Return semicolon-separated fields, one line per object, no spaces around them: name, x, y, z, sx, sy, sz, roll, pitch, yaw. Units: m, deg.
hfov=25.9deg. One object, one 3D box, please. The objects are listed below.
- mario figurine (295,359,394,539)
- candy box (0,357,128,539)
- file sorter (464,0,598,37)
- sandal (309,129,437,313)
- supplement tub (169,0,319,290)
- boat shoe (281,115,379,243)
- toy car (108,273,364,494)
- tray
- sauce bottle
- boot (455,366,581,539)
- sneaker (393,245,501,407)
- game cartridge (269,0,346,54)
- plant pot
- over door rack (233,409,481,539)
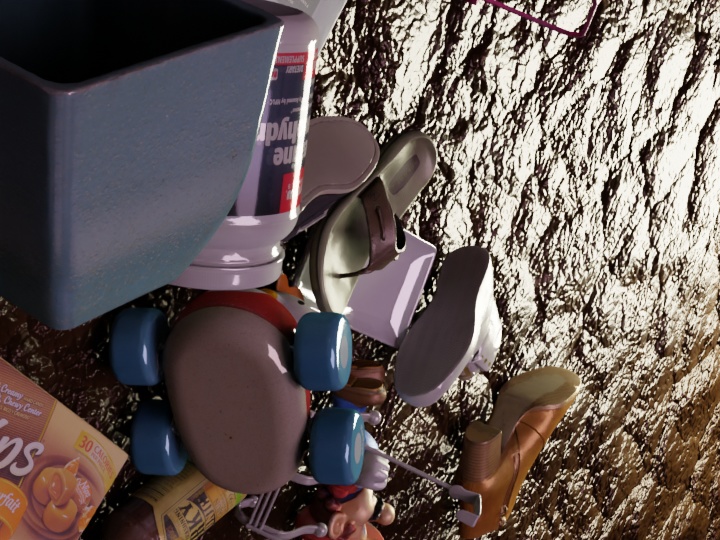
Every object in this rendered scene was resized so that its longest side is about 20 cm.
mario figurine;0.006;0.190;1.485;0.123;0.106;0.201;-19;121;-52
candy box;-0.264;0.135;1.133;0.116;0.055;0.200;-60;143;-16
file sorter;0.194;-0.335;1.439;0.139;0.125;0.201;89;24;-80
sandal;0.017;-0.045;1.397;0.201;0.057;0.080;-56;142;-21
supplement tub;-0.108;-0.099;1.165;0.140;0.140;0.201;-13;115;-51
boat shoe;-0.059;-0.069;1.339;0.200;0.073;0.063;-41;178;-44
toy car;-0.082;0.062;1.291;0.200;0.183;0.178;-70;157;-55
tray;0.000;0.000;1.463;0.200;0.022;0.108;27;84;-55
sauce bottle;-0.168;0.209;1.293;0.200;0.064;0.065;-39;134;-37
boot;0.173;0.206;1.767;0.201;0.071;0.145;-31;135;-39
sneaker;0.097;0.084;1.568;0.116;0.073;0.201;73;34;-41
game cartridge;-0.070;-0.262;1.236;0.200;0.041;0.134;43;66;-53
plant pot;-0.191;-0.081;1.028;0.195;0.196;0.201;-27;134;-46
over door rack;0.000;0.206;1.381;0.067;0.199;0.148;-38;155;-59
